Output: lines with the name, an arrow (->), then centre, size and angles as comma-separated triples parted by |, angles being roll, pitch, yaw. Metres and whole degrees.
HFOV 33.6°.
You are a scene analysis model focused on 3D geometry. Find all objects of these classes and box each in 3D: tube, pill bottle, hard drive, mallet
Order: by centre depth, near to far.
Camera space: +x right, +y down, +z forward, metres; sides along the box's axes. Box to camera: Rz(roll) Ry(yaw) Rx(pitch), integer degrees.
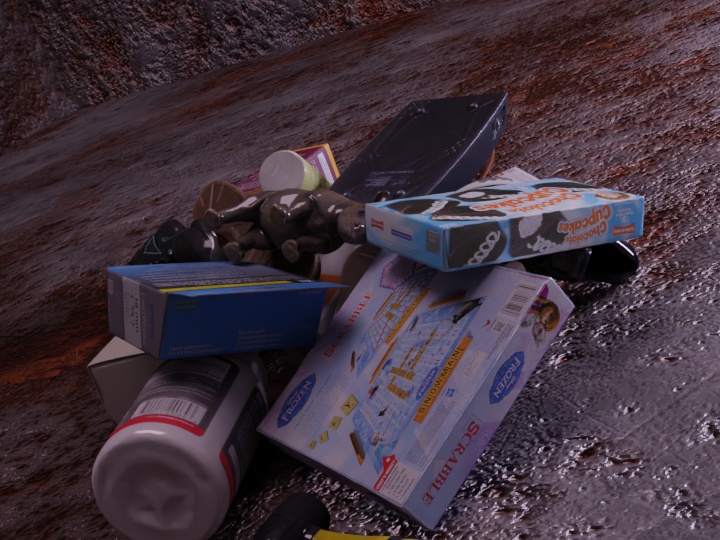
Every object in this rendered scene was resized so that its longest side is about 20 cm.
mallet -> 0.008, 0.192, 0.803 | 0.199, 0.041, 0.066 | 1, 28, 40
pill bottle -> -0.139, 0.133, 0.998 | 0.110, 0.111, 0.200 | -15, 19, 16
hard drive -> 0.054, -0.101, 1.150 | 0.134, 0.042, 0.200 | 1, 38, 39
tube -> -0.042, -0.071, 1.243 | 0.052, 0.200, 0.058 | 28, 86, 24

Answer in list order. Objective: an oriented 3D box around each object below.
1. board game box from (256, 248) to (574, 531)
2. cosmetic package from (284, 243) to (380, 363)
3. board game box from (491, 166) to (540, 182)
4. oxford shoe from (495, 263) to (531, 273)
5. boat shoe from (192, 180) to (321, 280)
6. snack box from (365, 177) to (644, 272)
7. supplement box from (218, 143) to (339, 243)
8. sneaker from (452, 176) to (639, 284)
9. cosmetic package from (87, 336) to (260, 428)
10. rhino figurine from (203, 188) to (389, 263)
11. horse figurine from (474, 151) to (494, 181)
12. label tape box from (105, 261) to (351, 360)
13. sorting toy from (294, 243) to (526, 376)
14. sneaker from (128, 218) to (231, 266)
board game box -> 0.037, 0.078, 0.924 | 0.199, 0.041, 0.200 | 17, 67, 53
cosmetic package -> 0.000, 0.000, 1.189 | 0.101, 0.071, 0.200 | 3, 50, 51
board game box -> 0.158, -0.062, 1.345 | 0.126, 0.035, 0.200 | -24, 19, -5
oxford shoe -> 0.140, -0.011, 1.170 | 0.058, 0.075, 0.200 | -51, 19, 35
boat shoe -> -0.092, -0.027, 1.194 | 0.200, 0.072, 0.072 | 31, 86, 45
snack box -> 0.118, -0.041, 0.971 | 0.199, 0.037, 0.116 | -10, 17, -29
supplement box -> -0.104, -0.072, 1.535 | 0.085, 0.111, 0.200 | -8, 22, 34
sneaker -> 0.166, -0.030, 1.082 | 0.199, 0.076, 0.088 | 5, 24, -25
cosmetic package -> -0.177, 0.083, 1.197 | 0.087, 0.104, 0.200 | -14, 21, 22
rhino figurine -> -0.042, -0.042, 1.058 | 0.199, 0.060, 0.087 | 2, 16, 40
horse figurine -> 0.080, -0.052, 1.294 | 0.132, 0.050, 0.200 | -23, 30, 47
label tape box -> -0.116, 0.035, 1.005 | 0.144, 0.064, 0.200 | -3, 8, -29
sorting toy -> 0.033, 0.064, 1.046 | 0.180, 0.107, 0.200 | -40, 30, -22
sneaker -> -0.180, -0.002, 1.195 | 0.079, 0.076, 0.200 | -39, 16, -18
